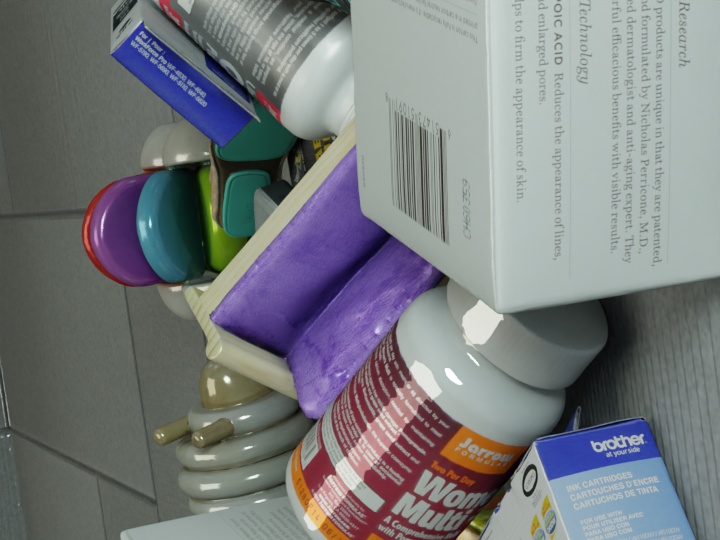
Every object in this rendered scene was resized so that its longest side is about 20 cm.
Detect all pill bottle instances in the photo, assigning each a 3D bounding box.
[{"bbox_3d":[0.049,0.080,1.222,0.200,0.109,0.110,-52,44,31],"label":"pill bottle"},{"bbox_3d":[-0.036,-0.156,1.368,0.200,0.111,0.111,44,149,15],"label":"pill bottle"}]

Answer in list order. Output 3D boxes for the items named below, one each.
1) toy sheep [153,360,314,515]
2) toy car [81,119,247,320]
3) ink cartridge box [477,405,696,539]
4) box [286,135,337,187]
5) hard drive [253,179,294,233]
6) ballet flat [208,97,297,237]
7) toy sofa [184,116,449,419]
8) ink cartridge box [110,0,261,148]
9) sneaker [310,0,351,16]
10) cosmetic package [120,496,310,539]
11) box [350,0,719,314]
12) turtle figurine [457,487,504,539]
[{"bbox_3d":[-0.090,0.165,1.734,0.138,0.137,0.201,-158,55,-69],"label":"toy sheep"},{"bbox_3d":[-0.163,-0.039,1.820,0.200,0.149,0.176,-177,79,-71],"label":"toy car"},{"bbox_3d":[0.131,0.176,1.169,0.137,0.076,0.201,111,144,-55],"label":"ink cartridge box"},{"bbox_3d":[-0.020,-0.154,1.502,0.158,0.048,0.202,173,88,-71],"label":"box"},{"bbox_3d":[-0.011,0.043,1.517,0.200,0.033,0.140,45,147,41],"label":"hard drive"},{"bbox_3d":[-0.084,-0.100,1.547,0.200,0.068,0.068,113,151,-57],"label":"ballet flat"},{"bbox_3d":[-0.007,-0.012,1.276,0.200,0.083,0.098,-48,43,15],"label":"toy sofa"},{"bbox_3d":[-0.119,-0.138,1.410,0.099,0.039,0.200,40,-172,-15],"label":"ink cartridge box"},{"bbox_3d":[0.007,-0.182,1.259,0.079,0.199,0.076,-18,41,61],"label":"sneaker"},{"bbox_3d":[-0.060,0.276,1.589,0.165,0.199,0.166,-149,53,-66],"label":"cosmetic package"},{"bbox_3d":[0.087,-0.105,1.079,0.199,0.130,0.202,-142,47,-64],"label":"box"},{"bbox_3d":[0.063,0.181,1.358,0.199,0.064,0.162,31,130,27],"label":"turtle figurine"}]
